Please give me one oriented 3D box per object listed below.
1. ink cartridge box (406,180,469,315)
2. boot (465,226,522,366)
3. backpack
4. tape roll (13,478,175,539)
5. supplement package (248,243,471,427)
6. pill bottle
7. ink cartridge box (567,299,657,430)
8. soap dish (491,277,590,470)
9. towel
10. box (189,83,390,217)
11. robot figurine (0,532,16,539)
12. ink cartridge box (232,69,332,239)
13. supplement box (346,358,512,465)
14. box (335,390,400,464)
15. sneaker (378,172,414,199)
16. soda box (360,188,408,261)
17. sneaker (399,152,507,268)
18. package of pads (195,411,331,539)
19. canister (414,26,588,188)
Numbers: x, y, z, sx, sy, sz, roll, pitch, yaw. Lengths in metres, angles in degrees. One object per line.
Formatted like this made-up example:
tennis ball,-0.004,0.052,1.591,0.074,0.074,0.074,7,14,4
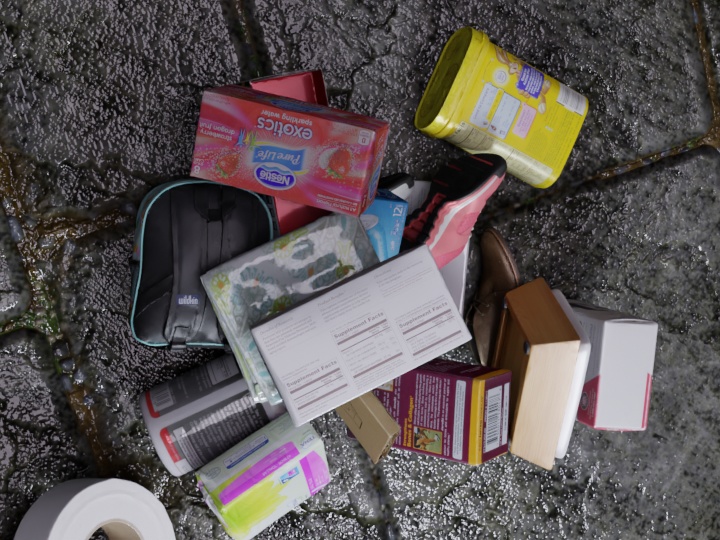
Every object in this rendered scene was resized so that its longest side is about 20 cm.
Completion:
ink cartridge box,0.058,-0.021,1.512,0.173,0.044,0.201,5,95,6
boot,0.180,0.042,1.547,0.075,0.074,0.201,-13,103,-10
backpack,-0.192,-0.014,1.367,0.175,0.153,0.201,2,102,-12
tape roll,-0.319,0.352,1.360,0.202,0.071,0.203,11,76,-50
supplement package,-0.007,0.066,1.197,0.199,0.156,0.111,-25,91,-7
pill bottle,-0.163,0.164,1.405,0.199,0.114,0.114,-24,103,-4
ink cartridge box,0.305,0.122,1.527,0.084,0.200,0.146,4,95,-18
soap dish,0.225,0.132,1.468,0.081,0.158,0.201,0,119,-11
towel,-0.062,0.041,1.292,0.199,0.048,0.172,-25,94,-7
box,-0.078,-0.136,1.266,0.199,0.095,0.103,15,106,8
robot figurine,-0.430,0.385,1.385,0.199,0.058,0.146,-9,100,-17
ink cartridge box,-0.088,-0.139,1.377,0.084,0.176,0.201,-14,100,-17
supplement box,0.087,0.172,1.456,0.086,0.199,0.111,-7,101,-54
box,-0.026,0.140,1.397,0.021,0.164,0.200,-35,76,-16
sneaker,0.008,-0.033,1.471,0.200,0.076,0.115,-37,107,4
soda box,0.000,0.000,1.398,0.064,0.068,0.201,4,106,-25
sneaker,0.117,-0.068,1.457,0.200,0.074,0.087,-46,136,-7
package of pads,-0.118,0.261,1.407,0.154,0.200,0.068,-34,68,-12
canister,0.191,-0.213,1.511,0.199,0.087,0.149,25,88,-21
